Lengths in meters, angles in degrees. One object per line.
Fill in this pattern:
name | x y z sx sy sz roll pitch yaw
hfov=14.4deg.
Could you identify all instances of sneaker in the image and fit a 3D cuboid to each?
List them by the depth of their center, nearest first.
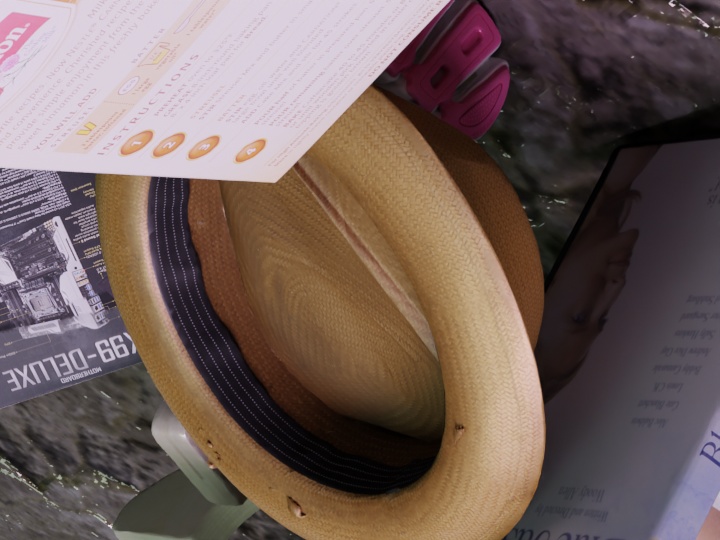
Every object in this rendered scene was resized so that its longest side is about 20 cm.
sneaker | -0.040 -0.107 0.998 0.087 0.074 0.200 -16 132 44

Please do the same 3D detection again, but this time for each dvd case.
dvd case | 0.087 0.039 0.958 0.018 0.200 0.143 36 162 -24

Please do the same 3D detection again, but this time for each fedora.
fedora | 0.000 0.000 0.962 0.201 0.082 0.201 22 128 32

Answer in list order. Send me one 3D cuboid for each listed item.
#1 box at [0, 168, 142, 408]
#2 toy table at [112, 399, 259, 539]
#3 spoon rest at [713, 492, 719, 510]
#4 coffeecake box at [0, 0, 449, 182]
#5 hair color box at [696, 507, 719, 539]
box | -0.191 -0.004 1.145 0.200 0.050 0.158 -19 134 2
toy table | -0.013 0.076 1.212 0.184 0.117 0.200 -8 134 48
spoon rest | 0.196 0.061 0.993 0.200 0.061 0.099 6 165 -35
coffeecake box | -0.046 -0.102 0.771 0.154 0.200 0.073 -45 69 22
hair color box | 0.145 0.122 1.040 0.065 0.200 0.109 -17 82 51
